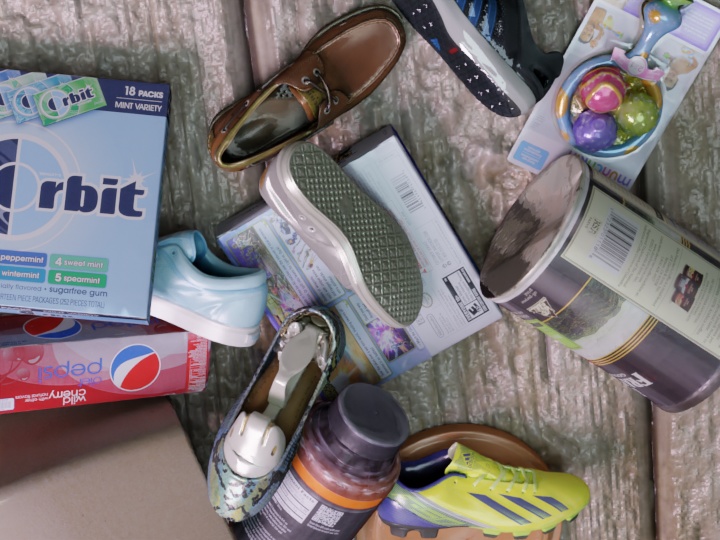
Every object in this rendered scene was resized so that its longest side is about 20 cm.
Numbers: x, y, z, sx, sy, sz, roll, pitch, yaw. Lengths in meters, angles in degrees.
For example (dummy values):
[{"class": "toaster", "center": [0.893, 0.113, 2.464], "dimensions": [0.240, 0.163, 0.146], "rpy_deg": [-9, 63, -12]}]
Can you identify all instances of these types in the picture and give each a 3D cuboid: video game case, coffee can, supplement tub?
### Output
[{"class": "video game case", "center": [0.000, 0.000, 1.410], "dimensions": [0.181, 0.045, 0.200], "rpy_deg": [-30, 110, 6]}, {"class": "coffee can", "center": [0.226, 0.012, 1.378], "dimensions": [0.200, 0.146, 0.146], "rpy_deg": [32, 105, -14]}, {"class": "supplement tub", "center": [-0.033, 0.189, 1.417], "dimensions": [0.107, 0.107, 0.200], "rpy_deg": [26, 125, -13]}]

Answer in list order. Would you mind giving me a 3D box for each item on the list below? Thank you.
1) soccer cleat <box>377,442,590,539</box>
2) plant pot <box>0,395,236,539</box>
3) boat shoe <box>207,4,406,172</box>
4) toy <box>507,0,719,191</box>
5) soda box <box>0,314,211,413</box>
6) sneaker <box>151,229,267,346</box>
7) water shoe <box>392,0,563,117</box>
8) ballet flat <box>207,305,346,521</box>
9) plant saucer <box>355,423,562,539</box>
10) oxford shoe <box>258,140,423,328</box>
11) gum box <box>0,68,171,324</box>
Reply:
[{"class": "soccer cleat", "center": [0.112, 0.197, 1.449], "dimensions": [0.200, 0.065, 0.084], "rpy_deg": [-2, 108, -3]}, {"class": "plant pot", "center": [-0.220, 0.209, 1.401], "dimensions": [0.177, 0.200, 0.200], "rpy_deg": [-24, 111, -8]}, {"class": "boat shoe", "center": [-0.041, -0.147, 1.340], "dimensions": [0.200, 0.068, 0.072], "rpy_deg": [-38, 107, 9]}, {"class": "toy", "center": [0.225, -0.154, 1.370], "dimensions": [0.115, 0.047, 0.200], "rpy_deg": [24, 106, -11]}, {"class": "soda box", "center": [-0.234, 0.074, 1.377], "dimensions": [0.200, 0.070, 0.064], "rpy_deg": [-4, 113, -23]}, {"class": "sneaker", "center": [-0.171, -0.006, 1.370], "dimensions": [0.200, 0.074, 0.082], "rpy_deg": [20, 106, 3]}, {"class": "water shoe", "center": [0.090, -0.222, 1.335], "dimensions": [0.079, 0.071, 0.200], "rpy_deg": [-45, 108, -17]}, {"class": "ballet flat", "center": [-0.075, 0.115, 1.343], "dimensions": [0.074, 0.074, 0.200], "rpy_deg": [28, 73, -14]}, {"class": "plant saucer", "center": [0.095, 0.243, 1.514], "dimensions": [0.200, 0.032, 0.201], "rpy_deg": [-1, 109, -4]}, {"class": "oxford shoe", "center": [-0.015, -0.029, 1.348], "dimensions": [0.058, 0.075, 0.200], "rpy_deg": [-11, 128, 45]}, {"class": "gum box", "center": [-0.251, -0.062, 1.318], "dimensions": [0.170, 0.045, 0.200], "rpy_deg": [5, 81, -4]}]
